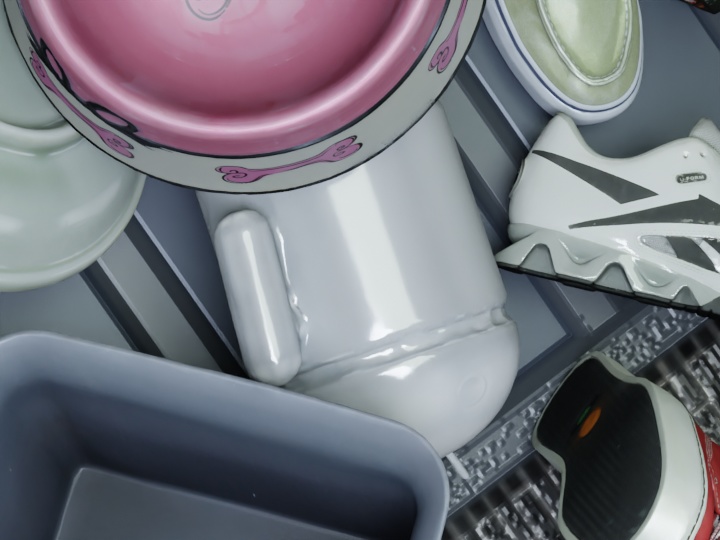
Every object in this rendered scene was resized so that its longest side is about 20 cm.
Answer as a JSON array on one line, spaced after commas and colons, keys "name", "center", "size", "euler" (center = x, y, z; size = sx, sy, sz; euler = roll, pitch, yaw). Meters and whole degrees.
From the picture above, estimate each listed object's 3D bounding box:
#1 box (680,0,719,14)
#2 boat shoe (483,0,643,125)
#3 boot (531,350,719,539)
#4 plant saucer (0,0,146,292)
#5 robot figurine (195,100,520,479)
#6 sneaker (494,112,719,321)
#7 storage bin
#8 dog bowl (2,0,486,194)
[{"name": "box", "center": [0.196, -0.225, 1.311], "size": [0.038, 0.137, 0.200], "euler": [20, 79, -12]}, {"name": "boat shoe", "center": [0.084, -0.165, 1.313], "size": [0.072, 0.062, 0.201], "euler": [-15, 88, -16]}, {"name": "boot", "center": [0.154, 0.109, 1.233], "size": [0.144, 0.200, 0.072], "euler": [35, 98, -9]}, {"name": "plant saucer", "center": [-0.157, -0.092, 1.200], "size": [0.200, 0.050, 0.201], "euler": [22, 54, -34]}, {"name": "robot figurine", "center": [0.000, 0.000, 1.247], "size": [0.169, 0.113, 0.201], "euler": [-15, 86, -50]}, {"name": "sneaker", "center": [0.165, -0.019, 1.292], "size": [0.199, 0.074, 0.089], "euler": [15, 86, 1]}, {"name": "storage bin", "center": [-0.067, 0.127, 1.178], "size": [0.199, 0.134, 0.146], "euler": [13, 75, 10]}, {"name": "dog bowl", "center": [-0.048, -0.131, 1.142], "size": [0.200, 0.074, 0.201], "euler": [0, 88, 2]}]
